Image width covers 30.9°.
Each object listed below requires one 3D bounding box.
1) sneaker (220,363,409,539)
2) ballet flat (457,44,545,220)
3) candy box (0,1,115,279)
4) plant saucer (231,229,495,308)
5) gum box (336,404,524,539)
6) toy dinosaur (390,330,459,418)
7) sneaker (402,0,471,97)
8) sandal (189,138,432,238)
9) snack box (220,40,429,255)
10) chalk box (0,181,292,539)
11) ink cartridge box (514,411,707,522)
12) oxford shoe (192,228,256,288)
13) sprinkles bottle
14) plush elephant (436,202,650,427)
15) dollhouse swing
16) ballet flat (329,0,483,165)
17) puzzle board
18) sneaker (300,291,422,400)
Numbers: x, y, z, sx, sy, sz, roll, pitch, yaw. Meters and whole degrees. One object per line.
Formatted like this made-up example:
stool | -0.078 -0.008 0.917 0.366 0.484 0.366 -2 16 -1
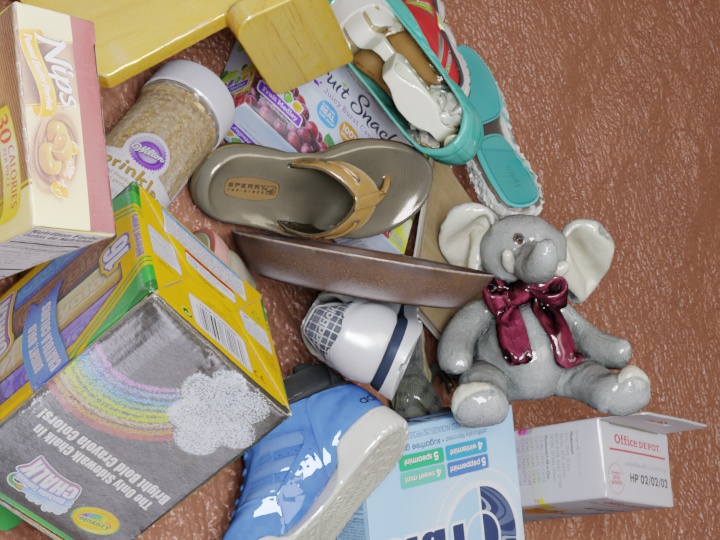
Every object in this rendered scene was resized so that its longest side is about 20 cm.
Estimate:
sneaker | -0.068 0.154 0.928 0.200 0.111 0.077 -48 149 -11
ballet flat | 0.112 -0.117 1.228 0.071 0.072 0.202 15 48 -47
candy box | -0.218 -0.053 0.705 0.055 0.199 0.117 4 74 -49
plant saucer | 0.000 0.000 0.967 0.199 0.199 0.032 5 95 -49
gum box | 0.059 0.217 1.030 0.169 0.044 0.202 -5 90 -41
toy dinosaur | 0.055 0.106 1.107 0.088 0.047 0.202 21 59 -37
sneaker | 0.031 -0.215 1.109 0.085 0.077 0.201 26 30 -50
sandal | -0.030 -0.058 0.990 0.198 0.054 0.081 0 110 -28
snack box | -0.026 -0.120 1.075 0.200 0.053 0.143 43 47 -34
chalk box | -0.160 0.074 0.769 0.124 0.199 0.124 45 14 -34
ink cartridge box | 0.188 0.172 1.117 0.115 0.199 0.069 16 66 -46
oxford shoe | -0.106 0.071 0.903 0.074 0.070 0.202 38 51 -40
sprinkles bottle | -0.157 -0.062 0.887 0.068 0.068 0.201 53 44 -24
plush elephant | 0.139 0.024 1.072 0.200 0.163 0.157 -119 -153 -76
dollhouse swing | -0.139 -0.205 0.929 0.201 0.175 0.182 55 0 17
ballet flat | 0.024 -0.166 1.010 0.200 0.067 0.070 50 11 5
puzzle board | 0.092 0.011 1.170 0.200 0.017 0.152 49 42 -48
sneaker | -0.003 0.043 0.984 0.080 0.200 0.077 21 88 -3
